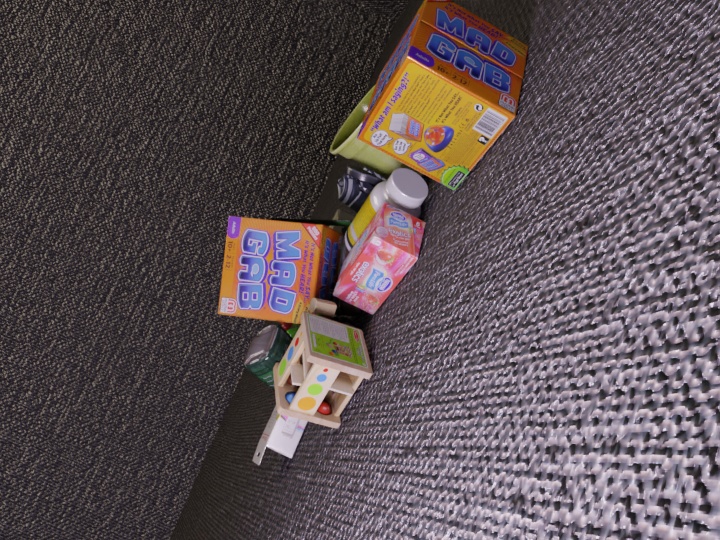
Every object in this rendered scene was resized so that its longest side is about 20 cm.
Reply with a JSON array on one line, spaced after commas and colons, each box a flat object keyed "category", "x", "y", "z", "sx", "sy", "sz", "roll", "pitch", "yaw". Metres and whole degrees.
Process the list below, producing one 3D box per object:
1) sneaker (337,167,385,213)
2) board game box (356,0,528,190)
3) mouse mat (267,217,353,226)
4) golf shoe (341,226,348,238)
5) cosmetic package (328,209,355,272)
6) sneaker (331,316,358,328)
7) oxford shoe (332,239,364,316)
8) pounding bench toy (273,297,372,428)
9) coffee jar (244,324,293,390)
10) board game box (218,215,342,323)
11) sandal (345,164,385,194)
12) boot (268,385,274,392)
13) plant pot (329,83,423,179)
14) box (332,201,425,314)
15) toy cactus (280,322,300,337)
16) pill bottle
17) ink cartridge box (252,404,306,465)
[{"category": "sneaker", "x": 0.013, "y": -0.237, "z": 1.919, "sx": 0.201, "sy": 0.108, "sz": 0.070, "roll": -68, "pitch": 11, "yaw": -16}, {"category": "board game box", "x": 0.141, "y": -0.307, "z": 1.349, "sx": 0.200, "sy": 0.199, "sz": 0.201, "roll": -51, "pitch": 16, "yaw": 50}, {"category": "mouse mat", "x": -0.097, "y": -0.108, "z": 1.754, "sx": 0.161, "sy": 0.198, "sz": 0.008, "roll": 5, "pitch": -91, "yaw": -85}, {"category": "golf shoe", "x": 0.003, "y": -0.024, "z": 1.805, "sx": 0.201, "sy": 0.077, "sz": 0.088, "roll": -95, "pitch": -8, "yaw": -47}, {"category": "cosmetic package", "x": -0.059, "y": -0.046, "z": 2.047, "sx": 0.071, "sy": 0.105, "sz": 0.201, "roll": -92, "pitch": 28, "yaw": -67}, {"category": "sneaker", "x": -0.049, "y": 0.145, "z": 1.616, "sx": 0.099, "sy": 0.070, "sz": 0.200, "roll": -67, "pitch": 12, "yaw": -13}, {"category": "oxford shoe", "x": 0.000, "y": 0.000, "z": 1.681, "sx": 0.073, "sy": 0.084, "sz": 0.202, "roll": 18, "pitch": -103, "yaw": -60}, {"category": "pounding bench toy", "x": -0.081, "y": 0.166, "z": 1.451, "sx": 0.157, "sy": 0.123, "sz": 0.201, "roll": -59, "pitch": 25, "yaw": 27}, {"category": "coffee jar", "x": -0.134, "y": 0.206, "z": 1.555, "sx": 0.085, "sy": 0.200, "sz": 0.105, "roll": -26, "pitch": 30, "yaw": 32}, {"category": "board game box", "x": -0.163, "y": 0.003, "z": 1.656, "sx": 0.200, "sy": 0.198, "sz": 0.202, "roll": 15, "pitch": -99, "yaw": -79}, {"category": "sandal", "x": 0.041, "y": -0.168, "z": 1.646, "sx": 0.076, "sy": 0.199, "sz": 0.043, "roll": 34, "pitch": 98, "yaw": 42}, {"category": "boot", "x": -0.139, "y": 0.198, "z": 1.806, "sx": 0.166, "sy": 0.072, "sz": 0.200, "roll": -41, "pitch": -16, "yaw": -25}, {"category": "plant pot", "x": 0.066, "y": -0.274, "z": 1.661, "sx": 0.201, "sy": 0.184, "sz": 0.201, "roll": -47, "pitch": 17, "yaw": 20}, {"category": "box", "x": 0.035, "y": -0.021, "z": 1.514, "sx": 0.200, "sy": 0.094, "sz": 0.103, "roll": -54, "pitch": 14, "yaw": 45}, {"category": "toy cactus", "x": -0.113, "y": 0.124, "z": 1.928, "sx": 0.165, "sy": 0.103, "sz": 0.200, "roll": -36, "pitch": -25, "yaw": -1}, {"category": "pill bottle", "x": 0.055, "y": -0.109, "z": 1.581, "sx": 0.200, "sy": 0.111, "sz": 0.112, "roll": -56, "pitch": 13, "yaw": 44}, {"category": "ink cartridge box", "x": -0.165, "y": 0.345, "z": 1.742, "sx": 0.201, "sy": 0.067, "sz": 0.116, "roll": -65, "pitch": 9, "yaw": -14}]
